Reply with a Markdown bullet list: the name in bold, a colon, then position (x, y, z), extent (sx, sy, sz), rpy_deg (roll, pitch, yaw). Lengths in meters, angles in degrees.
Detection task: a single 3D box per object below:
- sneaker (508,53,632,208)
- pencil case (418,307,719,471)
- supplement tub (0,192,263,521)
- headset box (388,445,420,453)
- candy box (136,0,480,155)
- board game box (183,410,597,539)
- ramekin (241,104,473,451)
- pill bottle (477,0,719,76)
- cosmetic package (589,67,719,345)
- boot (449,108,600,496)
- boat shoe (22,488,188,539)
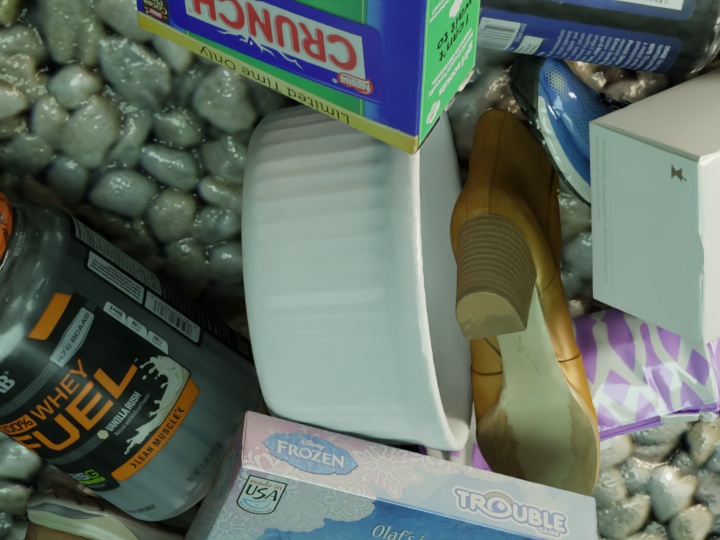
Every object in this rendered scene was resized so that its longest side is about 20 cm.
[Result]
- **sneaker**: position (0.161, -0.069, 1.599), extent (0.089, 0.079, 0.200), rpy_deg (-44, 124, 14)
- **pencil case**: position (0.124, 0.074, 1.688), extent (0.199, 0.086, 0.084), rpy_deg (-17, 158, 13)
- **supplement tub**: position (-0.162, 0.043, 1.627), extent (0.200, 0.123, 0.122), rpy_deg (35, 118, -26)
- **headset box**: position (0.050, 0.184, 1.729), extent (0.200, 0.149, 0.075), rpy_deg (27, 123, -22)
- **candy box**: position (-0.026, -0.175, 1.390), extent (0.169, 0.077, 0.200), rpy_deg (25, 145, 19)
- **board game box**: position (0.000, 0.174, 1.584), extent (0.199, 0.043, 0.199), rpy_deg (15, 134, -12)
- **ramekin**: position (0.000, 0.000, 1.561), extent (0.097, 0.201, 0.201), rpy_deg (-4, 128, 9)
- **pill bottle**: position (0.131, -0.160, 1.494), extent (0.199, 0.112, 0.112), rpy_deg (8, 127, -9)
- **cosmetic package**: position (0.218, -0.050, 1.526), extent (0.200, 0.085, 0.108), rpy_deg (-21, 121, -35)
- **boot**: position (0.097, 0.020, 1.611), extent (0.070, 0.144, 0.202), rpy_deg (-5, 135, 17)
- **boat shoe**: position (-0.111, 0.191, 1.744), extent (0.199, 0.076, 0.072), rpy_deg (17, 89, 8)
